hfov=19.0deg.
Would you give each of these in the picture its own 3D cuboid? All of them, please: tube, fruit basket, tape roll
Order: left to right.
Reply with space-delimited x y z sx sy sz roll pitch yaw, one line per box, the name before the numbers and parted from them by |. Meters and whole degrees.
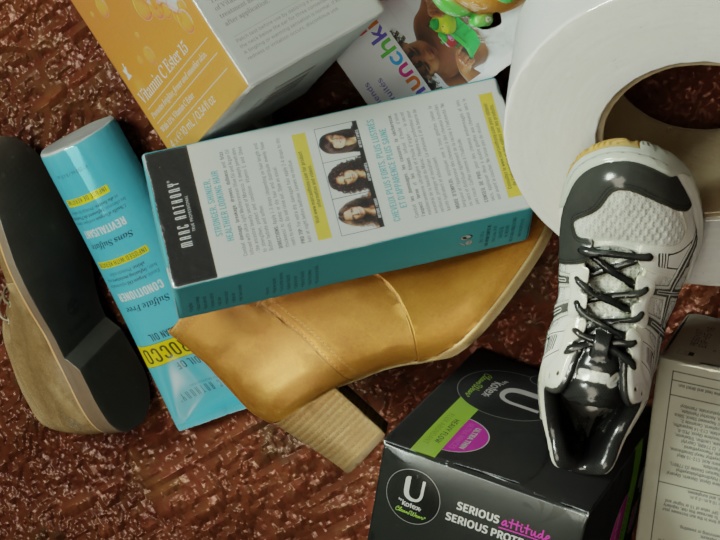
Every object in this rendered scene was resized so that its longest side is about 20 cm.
tube | -0.127 0.004 1.323 0.077 0.050 0.200 -17 107 35
fruit basket | 0.029 -0.186 1.153 0.200 0.094 0.186 -33 95 33
tape roll | 0.174 -0.086 1.095 0.202 0.071 0.203 5 135 5

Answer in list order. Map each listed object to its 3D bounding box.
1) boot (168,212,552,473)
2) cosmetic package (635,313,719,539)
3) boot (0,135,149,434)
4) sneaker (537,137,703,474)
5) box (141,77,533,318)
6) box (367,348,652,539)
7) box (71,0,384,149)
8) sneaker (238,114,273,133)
boot | 0.000 0.000 1.208 0.144 0.071 0.201 42 92 -4
cosmetic package | 0.212 0.136 1.207 0.103 0.073 0.201 13 114 18
boot | -0.206 0.015 1.347 0.075 0.074 0.201 -10 108 36
sneaker | 0.132 0.025 1.104 0.075 0.088 0.200 7 135 7
box | -0.012 -0.039 1.169 0.199 0.049 0.083 -12 68 -5
box | 0.079 0.173 1.235 0.124 0.149 0.201 18 116 18
box | -0.098 -0.180 1.167 0.200 0.097 0.124 56 152 3
sneaker | -0.083 -0.044 1.268 0.080 0.070 0.201 -14 104 30
